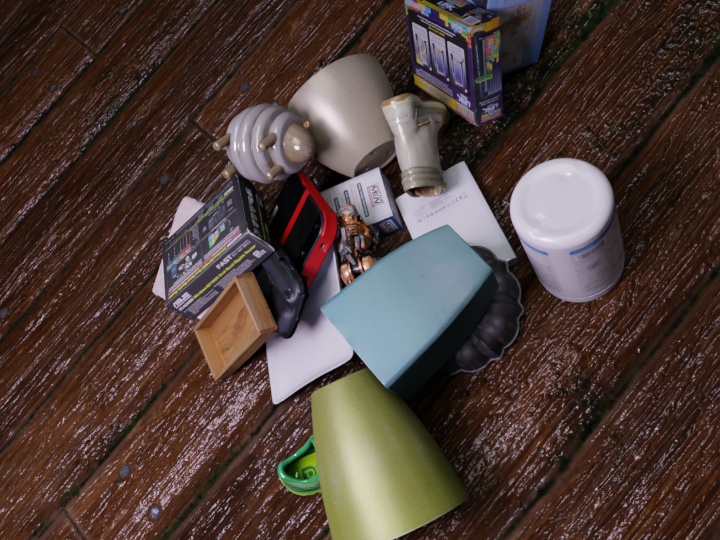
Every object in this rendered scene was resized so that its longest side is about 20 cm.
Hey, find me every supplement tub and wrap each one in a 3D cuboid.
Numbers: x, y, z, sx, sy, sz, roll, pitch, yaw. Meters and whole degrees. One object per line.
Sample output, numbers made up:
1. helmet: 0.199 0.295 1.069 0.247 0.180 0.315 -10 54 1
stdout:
1. supplement tub: 0.286 -0.050 1.005 0.131 0.200 0.133 -9 64 19

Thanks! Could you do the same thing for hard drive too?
1. hard drive: 0.149 -0.065 1.176 0.131 0.027 0.201 -28 58 10

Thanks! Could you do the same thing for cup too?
1. cup: -0.010 -0.241 1.250 0.200 0.200 0.144 -36 76 5

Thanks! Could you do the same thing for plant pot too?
1. plant pot: 0.081 0.047 0.988 0.200 0.141 0.141 -42 68 1
2. plant pot: 0.016 0.237 0.969 0.186 0.187 0.201 -26 78 11

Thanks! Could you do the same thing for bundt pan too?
1. bundt pan: 0.134 0.048 1.079 0.201 0.076 0.203 -5 76 21

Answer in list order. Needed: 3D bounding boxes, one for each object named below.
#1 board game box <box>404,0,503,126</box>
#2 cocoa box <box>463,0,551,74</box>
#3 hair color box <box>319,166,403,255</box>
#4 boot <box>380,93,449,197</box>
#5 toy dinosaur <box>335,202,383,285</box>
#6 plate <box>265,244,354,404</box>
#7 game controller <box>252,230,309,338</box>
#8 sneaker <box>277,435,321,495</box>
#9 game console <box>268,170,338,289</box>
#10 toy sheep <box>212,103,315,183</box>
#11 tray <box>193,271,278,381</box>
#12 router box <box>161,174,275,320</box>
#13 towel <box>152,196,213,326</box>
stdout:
1. board game box: 0.150 -0.349 1.191 0.056 0.166 0.200 -25 42 -14
2. cocoa box: 0.219 -0.433 1.195 0.133 0.200 0.132 -22 57 -15
3. hair color box: -0.037 -0.085 1.248 0.199 0.061 0.100 -22 63 15
4. boot: 0.104 -0.195 1.192 0.072 0.200 0.156 -15 87 26
5. toy dinosaur: 0.000 0.000 1.144 0.102 0.136 0.201 3 76 22
6. plate: -0.082 0.087 1.172 0.199 0.032 0.201 -36 53 37
7. game controller: -0.135 0.018 1.160 0.200 0.042 0.105 51 136 50
8. sneaker: -0.030 0.270 1.068 0.199 0.084 0.074 -29 58 9
9. game console: -0.113 -0.042 1.198 0.201 0.031 0.177 -60 37 23
10. toy sheep: -0.156 -0.202 1.179 0.199 0.138 0.139 11 72 30
11. tray: -0.202 0.093 1.173 0.200 0.037 0.099 -43 68 48
12. router box: -0.236 -0.037 1.199 0.200 0.062 0.150 -39 42 20
13. towel: -0.273 -0.014 1.307 0.199 0.032 0.192 24 99 32
